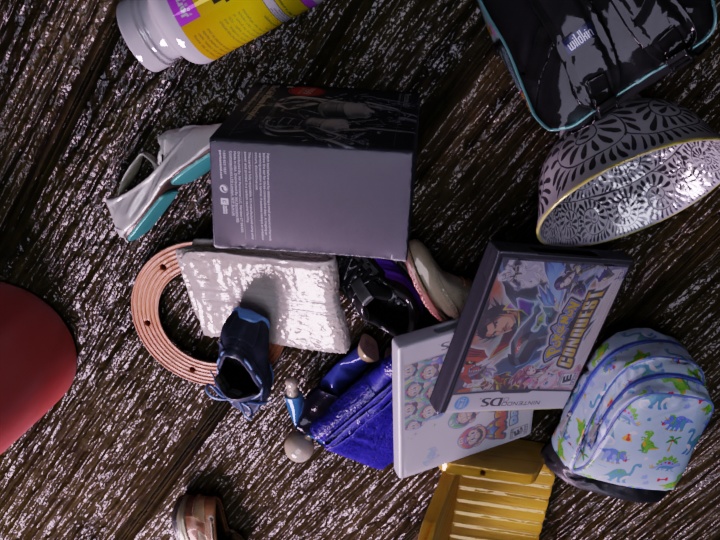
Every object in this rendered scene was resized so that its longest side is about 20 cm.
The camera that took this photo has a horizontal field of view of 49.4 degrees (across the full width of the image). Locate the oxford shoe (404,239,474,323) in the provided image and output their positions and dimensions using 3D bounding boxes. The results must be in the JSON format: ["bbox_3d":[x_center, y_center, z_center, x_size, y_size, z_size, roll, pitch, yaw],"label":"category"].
[{"bbox_3d":[0.117,0.028,0.888,0.073,0.071,0.200,-33,120,16],"label":"oxford shoe"}]

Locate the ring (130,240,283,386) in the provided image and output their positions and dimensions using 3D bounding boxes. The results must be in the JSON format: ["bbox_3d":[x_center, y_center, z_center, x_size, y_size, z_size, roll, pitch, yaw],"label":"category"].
[{"bbox_3d":[-0.184,0.054,0.959,0.195,0.019,0.205,2,117,4],"label":"ring"}]

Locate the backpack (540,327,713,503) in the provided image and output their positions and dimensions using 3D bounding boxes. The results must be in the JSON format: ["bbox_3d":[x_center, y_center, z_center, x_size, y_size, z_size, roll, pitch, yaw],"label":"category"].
[{"bbox_3d":[0.317,0.167,0.901,0.159,0.154,0.204,14,104,-5],"label":"backpack"}]

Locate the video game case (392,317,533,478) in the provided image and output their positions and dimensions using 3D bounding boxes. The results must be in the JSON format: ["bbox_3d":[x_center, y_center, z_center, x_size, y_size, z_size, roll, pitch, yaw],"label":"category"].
[{"bbox_3d":[0.121,0.136,0.888,0.178,0.024,0.204,-14,127,-16],"label":"video game case"}]

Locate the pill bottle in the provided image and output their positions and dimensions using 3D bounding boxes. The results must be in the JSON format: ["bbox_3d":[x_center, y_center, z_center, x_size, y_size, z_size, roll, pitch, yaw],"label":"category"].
[{"bbox_3d":[-0.131,-0.266,0.744,0.197,0.105,0.106,-23,113,16],"label":"pill bottle"}]

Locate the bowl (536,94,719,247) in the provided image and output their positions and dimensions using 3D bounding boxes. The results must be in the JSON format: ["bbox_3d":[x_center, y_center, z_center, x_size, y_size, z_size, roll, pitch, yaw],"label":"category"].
[{"bbox_3d":[0.252,-0.110,0.766,0.197,0.200,0.096,-22,69,16],"label":"bowl"}]

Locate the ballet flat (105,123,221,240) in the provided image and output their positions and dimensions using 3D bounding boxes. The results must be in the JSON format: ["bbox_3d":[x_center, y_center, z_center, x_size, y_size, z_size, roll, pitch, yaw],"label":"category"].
[{"bbox_3d":[-0.212,-0.113,0.858,0.199,0.070,0.069,-38,108,23],"label":"ballet flat"}]

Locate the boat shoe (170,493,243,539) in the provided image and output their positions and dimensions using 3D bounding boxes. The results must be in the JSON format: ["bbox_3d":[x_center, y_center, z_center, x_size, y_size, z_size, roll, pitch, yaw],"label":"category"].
[{"bbox_3d":[-0.202,0.403,1.106,0.072,0.076,0.204,-12,116,9],"label":"boat shoe"}]

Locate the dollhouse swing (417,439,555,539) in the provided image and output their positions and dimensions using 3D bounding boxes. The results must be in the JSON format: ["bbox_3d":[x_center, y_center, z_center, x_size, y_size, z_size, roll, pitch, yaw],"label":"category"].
[{"bbox_3d":[0.152,0.341,0.978,0.177,0.177,0.204,7,117,3],"label":"dollhouse swing"}]

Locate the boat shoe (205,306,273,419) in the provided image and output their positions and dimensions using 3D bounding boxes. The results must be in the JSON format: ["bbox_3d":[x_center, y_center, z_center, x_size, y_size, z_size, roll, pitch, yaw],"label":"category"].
[{"bbox_3d":[-0.146,0.119,0.905,0.082,0.070,0.202,13,144,9],"label":"boat shoe"}]

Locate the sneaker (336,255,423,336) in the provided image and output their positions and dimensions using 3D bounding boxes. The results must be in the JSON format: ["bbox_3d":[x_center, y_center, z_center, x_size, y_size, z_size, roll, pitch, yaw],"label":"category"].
[{"bbox_3d":[0.001,0.000,0.864,0.200,0.100,0.069,43,112,-15],"label":"sneaker"}]

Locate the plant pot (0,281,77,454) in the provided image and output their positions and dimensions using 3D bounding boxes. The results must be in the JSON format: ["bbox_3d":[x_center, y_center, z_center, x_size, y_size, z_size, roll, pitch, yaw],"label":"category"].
[{"bbox_3d":[-0.471,0.139,0.945,0.195,0.178,0.205,3,117,5],"label":"plant pot"}]

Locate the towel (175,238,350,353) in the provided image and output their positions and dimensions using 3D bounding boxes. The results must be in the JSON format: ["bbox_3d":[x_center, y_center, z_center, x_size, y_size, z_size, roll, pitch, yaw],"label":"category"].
[{"bbox_3d":[-0.107,0.028,0.877,0.196,0.035,0.135,7,130,20],"label":"towel"}]

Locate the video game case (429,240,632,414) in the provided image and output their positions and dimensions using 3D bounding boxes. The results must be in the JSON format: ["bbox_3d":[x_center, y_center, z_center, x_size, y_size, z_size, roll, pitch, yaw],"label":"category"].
[{"bbox_3d":[0.182,0.067,0.840,0.177,0.026,0.203,3,120,-26],"label":"video game case"}]

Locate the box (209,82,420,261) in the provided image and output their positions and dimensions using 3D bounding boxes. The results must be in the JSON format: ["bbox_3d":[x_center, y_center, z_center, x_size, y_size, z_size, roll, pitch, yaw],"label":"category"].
[{"bbox_3d":[-0.034,-0.104,0.761,0.177,0.201,0.106,5,117,3],"label":"box"}]

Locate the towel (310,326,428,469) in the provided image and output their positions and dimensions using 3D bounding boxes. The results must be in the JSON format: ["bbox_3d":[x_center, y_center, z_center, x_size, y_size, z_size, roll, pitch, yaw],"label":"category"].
[{"bbox_3d":[0.052,0.165,0.937,0.199,0.050,0.147,-41,131,18],"label":"towel"}]

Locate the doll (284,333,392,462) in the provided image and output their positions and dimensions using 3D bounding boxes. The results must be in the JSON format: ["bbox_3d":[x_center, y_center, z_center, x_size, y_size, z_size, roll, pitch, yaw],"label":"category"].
[{"bbox_3d":[-0.035,0.166,0.980,0.135,0.049,0.201,28,117,-22],"label":"doll"}]

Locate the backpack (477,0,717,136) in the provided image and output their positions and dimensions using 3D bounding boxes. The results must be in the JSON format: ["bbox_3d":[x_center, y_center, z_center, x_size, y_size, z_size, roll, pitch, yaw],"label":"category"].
[{"bbox_3d":[0.191,-0.246,0.684,0.174,0.153,0.202,-31,96,23],"label":"backpack"}]
